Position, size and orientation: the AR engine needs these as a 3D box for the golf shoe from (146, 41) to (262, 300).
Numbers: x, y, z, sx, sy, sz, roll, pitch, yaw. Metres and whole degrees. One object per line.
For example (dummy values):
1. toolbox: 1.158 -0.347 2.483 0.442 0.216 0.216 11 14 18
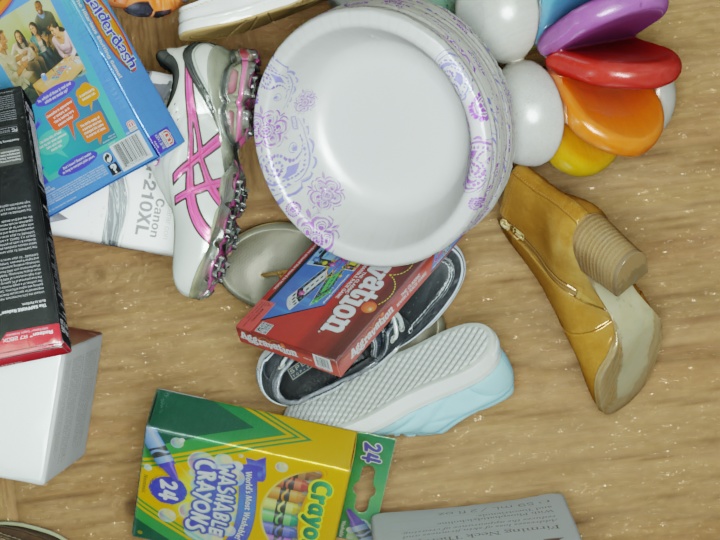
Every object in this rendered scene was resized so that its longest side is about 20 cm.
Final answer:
1. golf shoe: -0.131 -0.078 1.599 0.091 0.073 0.202 7 80 4

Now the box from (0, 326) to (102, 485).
1. box: -0.297 0.093 1.617 0.151 0.200 0.107 9 92 0

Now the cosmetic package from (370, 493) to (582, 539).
1. cosmetic package: 0.100 0.290 1.607 0.166 0.200 0.168 -7 101 -1

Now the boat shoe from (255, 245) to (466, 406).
1. boat shoe: 0.006 0.042 1.639 0.199 0.068 0.072 -32 102 -11

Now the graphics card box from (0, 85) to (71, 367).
1. graphics card box: -0.290 -0.026 1.506 0.124 0.051 0.202 -12 80 -1

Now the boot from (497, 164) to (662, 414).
1. boot: 0.174 0.012 1.676 0.070 0.202 0.144 -32 50 -22

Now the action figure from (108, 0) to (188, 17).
1. action figure: -0.224 -0.255 1.638 0.192 0.105 0.201 -15 55 -25

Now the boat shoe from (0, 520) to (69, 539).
1. boat shoe: -0.241 0.266 1.681 0.201 0.075 0.075 25 91 0

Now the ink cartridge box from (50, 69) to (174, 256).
1. ink cartridge box: -0.202 -0.094 1.673 0.198 0.084 0.146 10 91 0

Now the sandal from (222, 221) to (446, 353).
1. sandal: -0.021 0.019 1.688 0.199 0.054 0.081 25 92 -1

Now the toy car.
1. toy car: 0.183 -0.180 1.616 0.174 0.150 0.202 -14 90 -33

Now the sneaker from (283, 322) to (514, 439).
1. sneaker: 0.035 0.115 1.683 0.198 0.074 0.082 -19 130 19

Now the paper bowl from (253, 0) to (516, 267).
1. paper bowl: 0.026 -0.112 1.582 0.199 0.104 0.203 9 111 25

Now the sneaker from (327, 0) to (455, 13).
1. sneaker: 0.078 -0.208 1.677 0.200 0.074 0.118 41 89 -1

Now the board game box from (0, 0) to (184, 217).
1. board game box: -0.245 -0.150 1.564 0.151 0.045 0.201 -24 99 30

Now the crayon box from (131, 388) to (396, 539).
1. crayon box: -0.080 0.176 1.660 0.198 0.052 0.127 11 128 0

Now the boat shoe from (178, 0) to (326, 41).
1. boat shoe: -0.059 -0.238 1.610 0.198 0.071 0.070 -23 93 -13

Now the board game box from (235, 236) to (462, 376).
1. board game box: 0.000 0.000 1.627 0.102 0.020 0.200 18 50 33
